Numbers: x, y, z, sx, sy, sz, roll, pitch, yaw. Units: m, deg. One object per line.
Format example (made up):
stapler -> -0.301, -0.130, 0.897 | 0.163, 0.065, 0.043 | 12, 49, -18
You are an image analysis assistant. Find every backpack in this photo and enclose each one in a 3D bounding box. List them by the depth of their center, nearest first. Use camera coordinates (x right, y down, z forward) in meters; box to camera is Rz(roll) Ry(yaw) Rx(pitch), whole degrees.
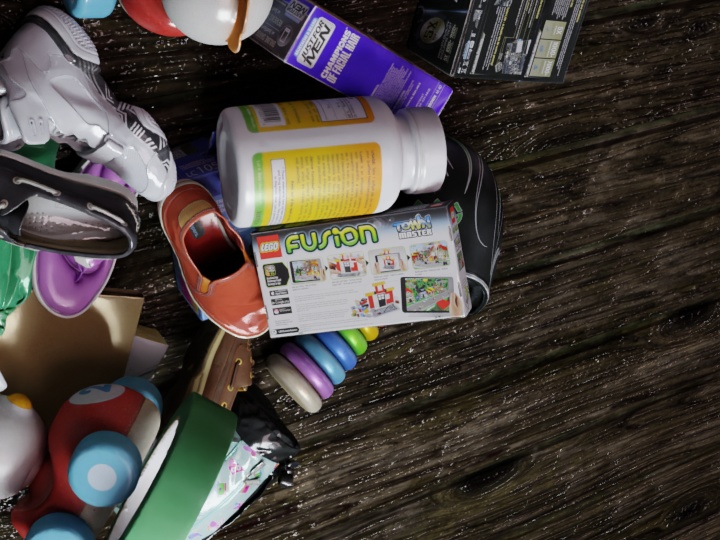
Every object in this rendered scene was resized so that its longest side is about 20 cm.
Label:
backpack -> -0.180, 0.214, 1.297 | 0.200, 0.167, 0.127 | -43, 118, 0

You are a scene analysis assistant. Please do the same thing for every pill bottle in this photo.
pill bottle -> -0.027, -0.104, 1.094 | 0.200, 0.111, 0.111 | -7, 123, -16

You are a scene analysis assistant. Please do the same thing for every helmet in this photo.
helmet -> 0.061, -0.055, 1.247 | 0.200, 0.191, 0.200 | -1, 157, -1

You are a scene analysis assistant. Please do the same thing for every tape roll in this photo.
tape roll -> -0.182, 0.210, 1.081 | 0.048, 0.200, 0.201 | 29, 101, -9

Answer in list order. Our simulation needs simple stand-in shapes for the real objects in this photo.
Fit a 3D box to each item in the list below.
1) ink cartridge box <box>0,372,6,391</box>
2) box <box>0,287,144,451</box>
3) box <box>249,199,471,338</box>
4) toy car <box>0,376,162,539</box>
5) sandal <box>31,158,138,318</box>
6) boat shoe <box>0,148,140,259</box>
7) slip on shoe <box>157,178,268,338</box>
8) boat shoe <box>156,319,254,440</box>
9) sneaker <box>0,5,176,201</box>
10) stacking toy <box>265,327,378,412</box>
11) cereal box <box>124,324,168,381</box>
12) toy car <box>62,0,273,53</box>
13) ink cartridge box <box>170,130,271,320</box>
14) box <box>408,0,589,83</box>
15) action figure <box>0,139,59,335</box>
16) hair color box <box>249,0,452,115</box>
ink cartridge box -> -0.387, 0.017, 0.973 | 0.084, 0.200, 0.145 | -30, 132, -19
box -> -0.313, 0.105, 1.155 | 0.163, 0.021, 0.200 | 6, 112, -32
box -> 0.000, 0.000, 1.136 | 0.200, 0.035, 0.110 | -7, 101, 16
toy car -> -0.308, 0.159, 1.088 | 0.200, 0.184, 0.177 | 29, 101, -9
sandal -> -0.248, -0.053, 1.096 | 0.082, 0.050, 0.203 | 24, 84, -28
boat shoe -> -0.285, -0.051, 0.990 | 0.200, 0.060, 0.074 | 13, 126, -24
slip on shoe -> -0.135, 0.000, 1.139 | 0.074, 0.061, 0.200 | -34, 133, -12
boat shoe -> -0.149, 0.105, 1.242 | 0.068, 0.072, 0.200 | 34, 59, -22
sneaker -> -0.253, -0.120, 1.021 | 0.115, 0.075, 0.200 | -50, 118, -33
stacking toy -> -0.012, 0.070, 1.365 | 0.200, 0.085, 0.085 | -43, 134, -10
cereal box -> -0.307, 0.135, 1.216 | 0.144, 0.040, 0.200 | 20, 106, -39
toy car -> -0.128, -0.263, 0.976 | 0.184, 0.200, 0.177 | -8, 122, -33
ink cartridge box -> -0.127, -0.066, 1.194 | 0.136, 0.076, 0.200 | -21, 127, -24
box -> 0.159, -0.308, 1.233 | 0.164, 0.086, 0.200 | -4, 121, -34
action figure -> -0.328, -0.038, 1.050 | 0.118, 0.055, 0.200 | -2, 101, -33
hair color box -> -0.015, -0.210, 1.156 | 0.200, 0.109, 0.065 | 20, 105, -43
